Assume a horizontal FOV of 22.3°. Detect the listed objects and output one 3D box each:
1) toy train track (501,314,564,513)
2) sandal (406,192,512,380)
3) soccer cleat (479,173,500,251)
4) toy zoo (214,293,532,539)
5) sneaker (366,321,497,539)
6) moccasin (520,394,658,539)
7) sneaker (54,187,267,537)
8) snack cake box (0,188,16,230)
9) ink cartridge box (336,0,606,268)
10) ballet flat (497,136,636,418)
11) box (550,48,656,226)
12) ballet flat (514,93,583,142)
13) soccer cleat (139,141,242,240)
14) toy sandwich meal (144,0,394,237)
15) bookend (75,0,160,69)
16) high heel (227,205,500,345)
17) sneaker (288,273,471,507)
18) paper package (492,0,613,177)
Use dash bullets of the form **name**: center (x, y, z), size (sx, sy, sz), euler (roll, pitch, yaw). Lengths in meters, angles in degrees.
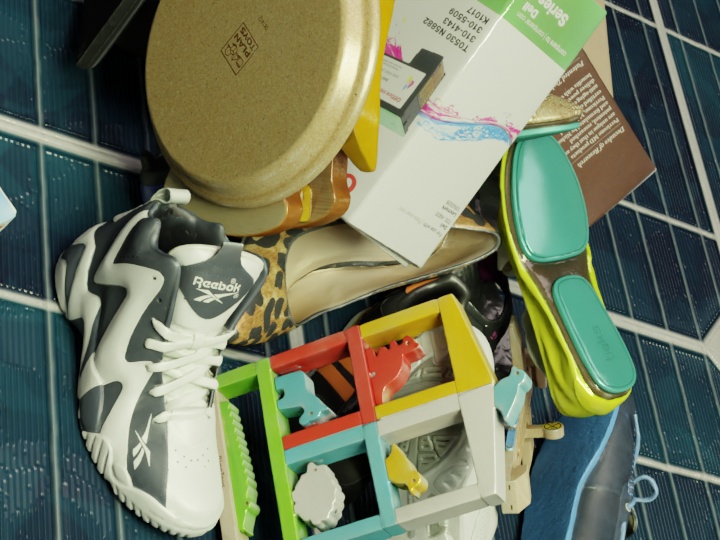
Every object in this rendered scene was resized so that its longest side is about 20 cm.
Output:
- **toy train track**: center (0.117, 0.103, 1.223), size (0.200, 0.032, 0.115), euler (-67, 151, -66)
- **sandal**: center (0.068, -0.002, 1.277), size (0.075, 0.048, 0.201), euler (-14, 90, -26)
- **soccer cleat**: center (0.061, -0.071, 1.347), size (0.200, 0.069, 0.078), euler (20, 59, -28)
- **toy zoo**: center (0.006, 0.094, 1.075), size (0.020, 0.200, 0.131), euler (48, 26, -57)
- **sneaker**: center (0.051, 0.125, 1.140), size (0.099, 0.078, 0.200), euler (-14, 115, -66)
- **moccasin**: center (0.154, 0.169, 1.259), size (0.068, 0.080, 0.200), euler (39, 54, -22)
- **sneaker**: center (-0.101, 0.042, 1.054), size (0.079, 0.130, 0.199), euler (8, 55, -39)
- **snack cake box**: center (-0.286, 0.001, 0.919), size (0.067, 0.115, 0.200), euler (55, 39, 6)
- **ink cartridge box**: center (0.031, -0.126, 1.140), size (0.145, 0.200, 0.084), euler (40, 6, 40)
- **ballet flat**: center (0.125, 0.006, 1.225), size (0.067, 0.067, 0.200), euler (-7, 70, -31)
- **box**: center (0.116, -0.135, 1.286), size (0.200, 0.075, 0.100), euler (56, -8, -26)
- **ballet flat**: center (0.051, -0.104, 1.216), size (0.070, 0.200, 0.065), euler (-4, 83, -62)
- **soccer cleat**: center (-0.082, -0.066, 1.228), size (0.200, 0.065, 0.084), euler (-38, 119, -55)
- **toy sandwich meal**: center (-0.048, -0.118, 1.082), size (0.070, 0.205, 0.205), euler (11, 53, -49)
- **bookend**: center (-0.080, -0.183, 1.252), size (0.200, 0.092, 0.199), euler (26, 35, -24)
- **high heel**: center (0.000, 0.000, 1.177), size (0.200, 0.142, 0.072), euler (-50, 142, -55)
- **sneaker**: center (0.012, 0.070, 1.174), size (0.070, 0.090, 0.200), euler (43, 39, -10)
- **paper package**: center (0.101, -0.172, 1.439), size (0.190, 0.103, 0.200), euler (26, 46, -28)
